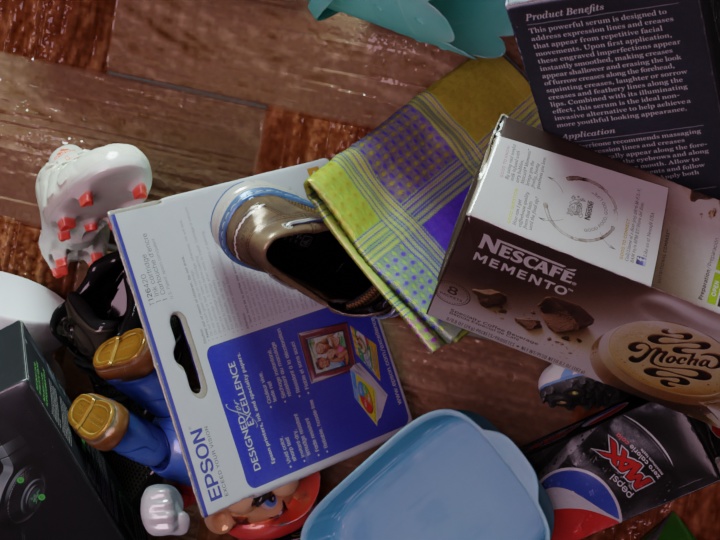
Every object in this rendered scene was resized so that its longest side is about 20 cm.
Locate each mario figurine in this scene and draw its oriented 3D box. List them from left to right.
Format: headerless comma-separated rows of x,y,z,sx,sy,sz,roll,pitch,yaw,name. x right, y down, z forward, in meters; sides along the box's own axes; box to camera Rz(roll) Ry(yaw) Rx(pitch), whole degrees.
-0.090,0.117,1.169,0.123,0.200,0.106,-45,40,8,mario figurine

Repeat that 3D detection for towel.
0.070,-0.052,1.123,0.144,0.200,0.023,50,146,6,towel

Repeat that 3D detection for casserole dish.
0.046,0.167,1.133,0.121,0.039,0.200,52,123,9,casserole dish

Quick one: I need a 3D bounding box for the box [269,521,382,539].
-0.044,0.266,1.232,0.199,0.049,0.162,-18,88,17,box

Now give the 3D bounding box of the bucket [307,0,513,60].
0.038,-0.239,1.096,0.134,0.207,0.209,18,99,25,bucket

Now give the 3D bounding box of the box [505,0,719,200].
0.159,-0.142,1.041,0.106,0.201,0.149,-6,49,16,box

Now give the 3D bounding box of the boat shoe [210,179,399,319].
0.000,0.000,1.133,0.072,0.199,0.073,46,119,52,boat shoe

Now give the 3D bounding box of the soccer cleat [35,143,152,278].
-0.189,-0.055,1.187,0.069,0.200,0.078,-9,77,-20,soccer cleat

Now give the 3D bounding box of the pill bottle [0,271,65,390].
-0.275,0.108,1.245,0.115,0.116,0.201,21,104,14,pill bottle

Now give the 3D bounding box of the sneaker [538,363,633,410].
0.201,0.030,1.141,0.199,0.072,0.073,-31,58,20,sneaker

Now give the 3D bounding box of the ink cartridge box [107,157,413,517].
-0.070,0.040,1.150,0.047,0.199,0.199,-18,89,47,ink cartridge box

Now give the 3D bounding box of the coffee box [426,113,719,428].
0.150,0.004,1.028,0.199,0.113,0.080,22,57,1,coffee box

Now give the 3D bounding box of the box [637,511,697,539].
0.149,0.258,1.098,0.176,0.200,0.097,-41,82,16,box

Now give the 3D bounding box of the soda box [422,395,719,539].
0.142,0.134,1.136,0.199,0.071,0.064,-29,88,29,soda box

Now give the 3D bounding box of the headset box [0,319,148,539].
-0.255,0.155,1.147,0.173,0.093,0.201,-27,117,-1,headset box

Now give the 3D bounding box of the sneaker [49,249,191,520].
-0.169,0.077,1.216,0.076,0.114,0.201,17,100,35,sneaker
